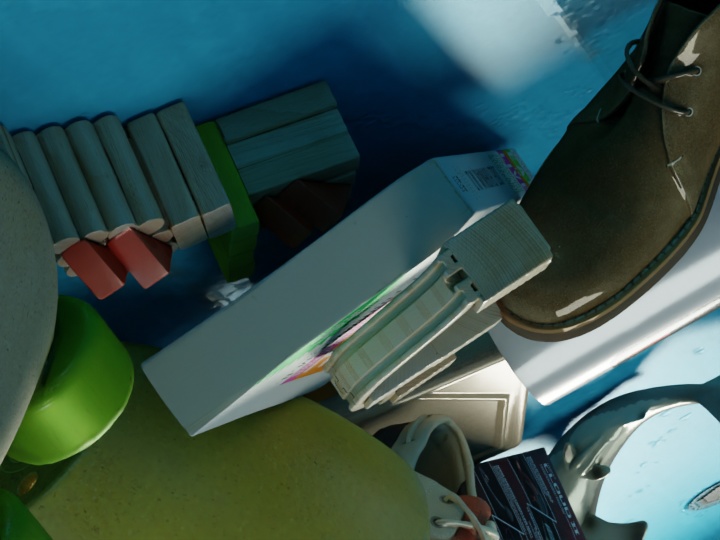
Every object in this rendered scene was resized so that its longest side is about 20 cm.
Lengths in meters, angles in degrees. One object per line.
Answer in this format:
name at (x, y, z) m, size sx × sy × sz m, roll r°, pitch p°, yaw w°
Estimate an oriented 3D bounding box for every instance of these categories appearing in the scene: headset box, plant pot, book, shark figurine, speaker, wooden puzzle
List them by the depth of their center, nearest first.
book at (0.000, 0.000, 1.021) m, size 0.133 × 0.048 × 0.200 m, roll -36°, pitch 176°, yaw 12°
plant pot at (-0.092, 0.111, 1.087) m, size 0.200 × 0.200 × 0.142 m, roll -34°, pitch 120°, yaw 20°
speaker at (0.145, -0.021, 1.164) m, size 0.200 × 0.081 × 0.081 m, roll -31°, pitch 157°, yaw 12°
wooden puzzle at (-0.002, 0.085, 1.309) m, size 0.184 × 0.037 × 0.200 m, roll -22°, pitch 162°, yaw -9°
headset box at (0.029, 0.160, 1.395) m, size 0.148 × 0.075 × 0.200 m, roll -27°, pitch 172°, yaw 17°
shark figurine at (0.141, 0.111, 1.495) m, size 0.215 × 0.128 × 0.089 m, roll -55°, pitch 173°, yaw 21°

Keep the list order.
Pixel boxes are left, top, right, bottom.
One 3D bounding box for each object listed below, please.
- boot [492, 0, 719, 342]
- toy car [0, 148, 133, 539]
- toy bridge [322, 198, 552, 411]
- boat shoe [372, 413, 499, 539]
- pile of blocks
boot at (0.110, -0.064, 0.994) m, size 0.200 × 0.074 × 0.075 m, roll -52°, pitch 149°, yaw -11°
toy car at (-0.206, 0.033, 0.844) m, size 0.199 × 0.158 × 0.164 m, roll -8°, pitch 135°, yaw 29°
toy bridge at (0.019, 0.025, 0.983) m, size 0.067 × 0.027 × 0.200 m, roll -33°, pitch 174°, yaw -15°
boat shoe at (0.030, 0.119, 1.164) m, size 0.062 × 0.071 × 0.200 m, roll -36°, pitch -164°, yaw 5°
pile of blocks at (-0.081, -0.015, 0.956) m, size 0.199 × 0.062 × 0.082 m, roll -8°, pitch 152°, yaw -36°
